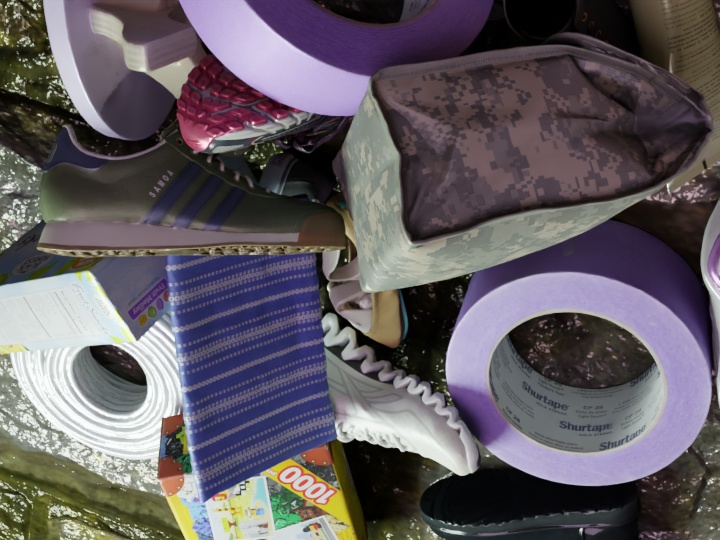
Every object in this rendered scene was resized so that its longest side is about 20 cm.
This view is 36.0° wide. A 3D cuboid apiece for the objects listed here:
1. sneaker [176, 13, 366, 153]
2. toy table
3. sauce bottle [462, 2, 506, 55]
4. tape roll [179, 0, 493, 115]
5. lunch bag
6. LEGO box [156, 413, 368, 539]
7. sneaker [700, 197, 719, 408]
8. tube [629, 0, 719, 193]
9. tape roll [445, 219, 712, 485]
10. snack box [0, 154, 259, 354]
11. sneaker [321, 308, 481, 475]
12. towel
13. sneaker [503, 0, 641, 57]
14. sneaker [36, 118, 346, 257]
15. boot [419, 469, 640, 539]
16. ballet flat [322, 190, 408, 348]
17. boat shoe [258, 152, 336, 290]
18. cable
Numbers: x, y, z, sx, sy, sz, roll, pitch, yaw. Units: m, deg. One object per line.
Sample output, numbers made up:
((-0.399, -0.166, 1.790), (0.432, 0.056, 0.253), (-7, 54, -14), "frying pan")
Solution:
((-0.044, -0.113, 0.751), (0.080, 0.200, 0.075), (34, 127, 21), "sneaker")
((-0.131, -0.179, 0.763), (0.117, 0.184, 0.201), (14, 132, 28), "toy table")
((0.071, -0.096, 0.808), (0.064, 0.065, 0.201), (15, 124, 8), "sauce bottle")
((-0.015, -0.200, 0.682), (0.200, 0.200, 0.066), (43, 151, -11), "tape roll")
((0.096, -0.067, 0.688), (0.199, 0.164, 0.118), (-11, 81, -10), "lunch bag")
((-0.082, 0.211, 1.003), (0.148, 0.077, 0.201), (-12, 128, 4), "LEGO box")
((0.282, 0.020, 0.809), (0.075, 0.100, 0.201), (2, 98, 12), "sneaker")
((0.207, -0.155, 0.730), (0.058, 0.052, 0.201), (-14, 115, 15), "tube")
((0.171, 0.065, 0.866), (0.199, 0.085, 0.201), (8, 124, 13), "tape roll")
((-0.192, -0.014, 0.851), (0.200, 0.169, 0.068), (-9, 120, 44), "snack box")
((0.011, 0.114, 0.905), (0.200, 0.081, 0.075), (33, 159, 31), "sneaker")
((-0.076, 0.052, 0.816), (0.024, 0.145, 0.201), (4, 105, 41), "towel")
((0.140, -0.138, 0.731), (0.075, 0.106, 0.200), (-18, 114, 27), "sneaker")
((-0.107, -0.056, 0.720), (0.199, 0.067, 0.090), (-1, 86, -14), "sneaker")
((0.162, 0.266, 1.000), (0.199, 0.076, 0.169), (-5, 116, 14), "boot")
((0.000, 0.000, 0.862), (0.063, 0.069, 0.200), (-20, 144, -13), "ballet flat")
((-0.062, 0.000, 0.915), (0.066, 0.070, 0.201), (20, 118, 7), "boat shoe")
((-0.219, 0.082, 1.012), (0.199, 0.069, 0.201), (-2, 121, 19), "cable")
